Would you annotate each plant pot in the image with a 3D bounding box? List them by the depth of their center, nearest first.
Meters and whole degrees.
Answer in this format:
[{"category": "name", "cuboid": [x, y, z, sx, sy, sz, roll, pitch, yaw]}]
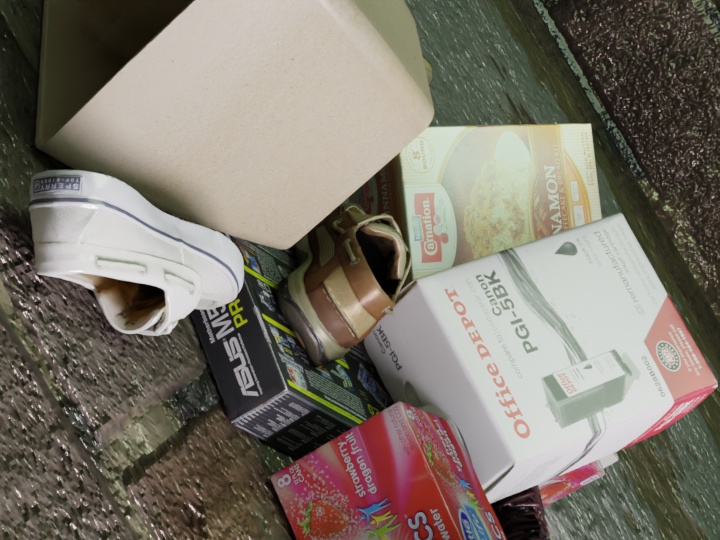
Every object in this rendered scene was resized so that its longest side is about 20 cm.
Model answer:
[{"category": "plant pot", "cuboid": [-0.067, -0.135, 1.372, 0.177, 0.200, 0.200, 40, 22, -27]}]

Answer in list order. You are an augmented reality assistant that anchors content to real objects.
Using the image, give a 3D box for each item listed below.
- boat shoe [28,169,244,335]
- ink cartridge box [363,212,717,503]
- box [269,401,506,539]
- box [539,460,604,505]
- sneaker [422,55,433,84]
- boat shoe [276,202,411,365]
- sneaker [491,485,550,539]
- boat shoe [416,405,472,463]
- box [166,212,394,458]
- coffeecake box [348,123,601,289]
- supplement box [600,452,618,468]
[{"category": "boat shoe", "cuboid": [-0.125, 0.003, 1.256, 0.200, 0.070, 0.070, 36, 54, -65]}, {"category": "ink cartridge box", "cuboid": [0.124, 0.060, 1.521, 0.199, 0.083, 0.147, -18, 73, -37]}, {"category": "box", "cuboid": [0.038, 0.192, 1.341, 0.095, 0.099, 0.201, 27, 36, -64]}, {"category": "box", "cuboid": [0.093, 0.109, 1.664, 0.200, 0.095, 0.100, 35, 30, -57]}, {"category": "sneaker", "cuboid": [-0.033, -0.120, 1.662, 0.077, 0.199, 0.089, -12, -93, 62]}, {"category": "boat shoe", "cuboid": [0.000, 0.000, 1.463, 0.076, 0.074, 0.200, 55, 15, -15]}, {"category": "sneaker", "cuboid": [0.099, 0.181, 1.541, 0.200, 0.075, 0.116, 82, -2, -77]}, {"category": "boat shoe", "cuboid": [0.057, 0.188, 1.430, 0.062, 0.072, 0.201, 26, 51, -55]}, {"category": "box", "cuboid": [-0.046, 0.047, 1.455, 0.200, 0.044, 0.161, 34, 30, -59]}, {"category": "coffeecake box", "cuboid": [0.092, -0.033, 1.730, 0.199, 0.073, 0.155, -4, 87, -37]}, {"category": "supplement box", "cuboid": [0.148, 0.082, 1.979, 0.126, 0.073, 0.201, 48, 18, -40]}]
